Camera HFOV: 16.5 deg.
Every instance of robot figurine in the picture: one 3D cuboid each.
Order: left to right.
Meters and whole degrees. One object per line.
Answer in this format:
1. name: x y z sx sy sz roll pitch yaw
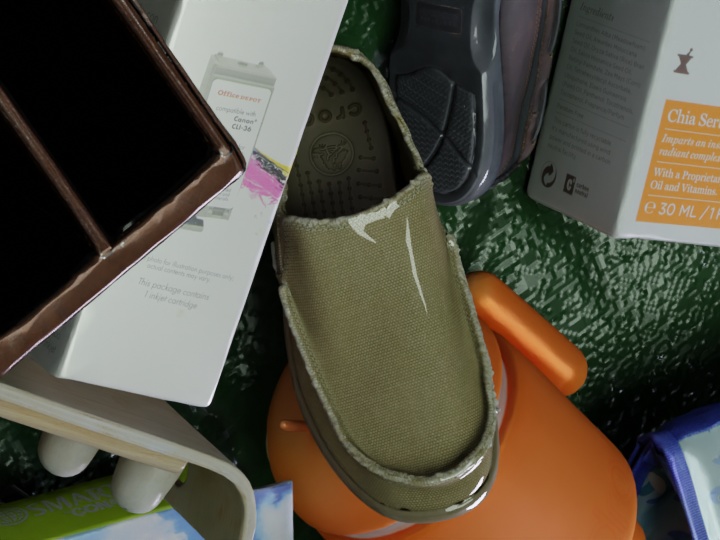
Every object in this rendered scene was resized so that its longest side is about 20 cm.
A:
1. robot figurine: 0.040 0.085 1.062 0.144 0.117 0.200 -43 124 6

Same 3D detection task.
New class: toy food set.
1. toy food set: -0.148 0.047 0.911 0.200 0.143 0.061 23 98 -37

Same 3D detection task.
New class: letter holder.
1. letter holder: -0.150 -0.079 0.783 0.101 0.200 0.142 -41 124 -13

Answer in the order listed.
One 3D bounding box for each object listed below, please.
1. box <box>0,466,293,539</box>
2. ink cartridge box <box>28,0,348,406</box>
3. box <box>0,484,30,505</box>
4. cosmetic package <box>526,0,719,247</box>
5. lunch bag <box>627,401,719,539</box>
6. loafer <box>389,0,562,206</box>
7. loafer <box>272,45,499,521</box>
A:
1. box: -0.123 0.150 0.981 0.200 0.048 0.122 -13 115 -29
2. ink cartridge box: -0.074 -0.067 0.888 0.067 0.116 0.200 15 98 -34
3. box: -0.205 0.186 0.993 0.200 0.036 0.143 -21 119 -23
4. cosmetic package: 0.152 -0.114 1.086 0.101 0.071 0.200 4 105 -33
5. lunch bag: 0.202 0.132 1.176 0.170 0.127 0.200 -20 127 -25
6. loafer: 0.054 -0.127 1.031 0.063 0.072 0.200 -21 126 -47
7. loafer: 0.000 0.000 0.961 0.076 0.200 0.067 -19 161 -4
